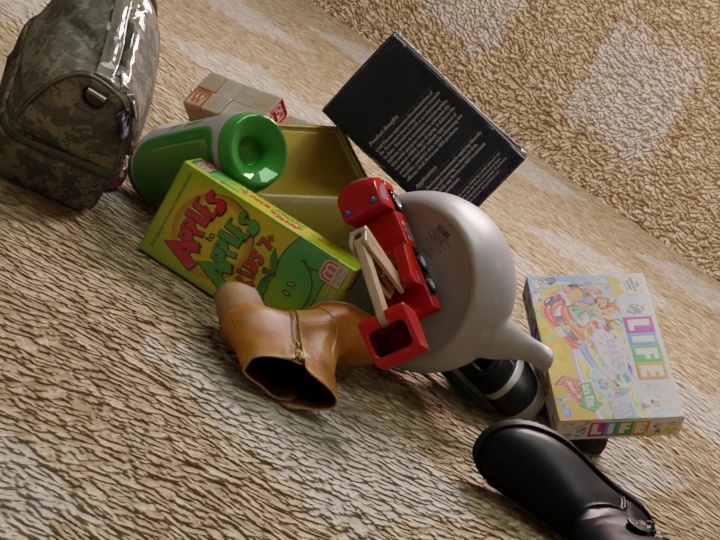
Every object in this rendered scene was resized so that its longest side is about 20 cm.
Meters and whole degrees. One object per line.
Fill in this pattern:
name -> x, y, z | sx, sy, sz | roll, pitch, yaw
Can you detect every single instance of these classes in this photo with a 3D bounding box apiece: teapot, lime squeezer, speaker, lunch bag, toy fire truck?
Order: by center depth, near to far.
toy fire truck -> 0.021, -0.002, 1.553 | 0.141, 0.049, 0.200 | 21, 45, -67
lunch bag -> -0.271, -0.184, 1.611 | 0.139, 0.168, 0.200 | 24, 42, -19
teapot -> 0.083, 0.010, 1.688 | 0.197, 0.201, 0.146 | -7, -5, 34
speaker -> -0.163, -0.115, 1.717 | 0.088, 0.089, 0.200 | 21, -16, -35
lime squeezer -> 0.039, 0.079, 1.756 | 0.200, 0.038, 0.071 | 29, 44, -8

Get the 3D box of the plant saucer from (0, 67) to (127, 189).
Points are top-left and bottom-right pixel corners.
plant saucer -> -0.334, -0.158, 1.757 | 0.200, 0.051, 0.201 | 28, 13, -7

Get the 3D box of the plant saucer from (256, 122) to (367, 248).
plant saucer -> -0.072, -0.104, 1.813 | 0.200, 0.049, 0.200 | 1, 39, -24

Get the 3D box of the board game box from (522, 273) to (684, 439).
board game box -> 0.256, 0.089, 1.757 | 0.134, 0.034, 0.200 | -2, 48, -8

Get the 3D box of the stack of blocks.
stack of blocks -> -0.110, -0.154, 1.994 | 0.200, 0.059, 0.115 | 23, -31, 29

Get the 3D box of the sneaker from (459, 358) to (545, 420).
sneaker -> 0.134, 0.076, 1.793 | 0.112, 0.073, 0.200 | 48, 6, -27

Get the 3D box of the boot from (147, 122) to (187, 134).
boot -> -0.151, -0.095, 1.885 | 0.200, 0.072, 0.144 | 20, 18, -50

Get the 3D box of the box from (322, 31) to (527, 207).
box -> 0.071, -0.155, 1.843 | 0.197, 0.124, 0.200 | 45, 5, -2

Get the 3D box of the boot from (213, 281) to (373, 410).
boot -> -0.039, 0.083, 1.500 | 0.201, 0.071, 0.144 | 19, 23, -30

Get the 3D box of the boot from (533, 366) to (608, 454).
boot -> 0.236, 0.103, 1.855 | 0.200, 0.131, 0.068 | 39, 15, 32

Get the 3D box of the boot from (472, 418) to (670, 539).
boot -> 0.199, 0.220, 1.464 | 0.200, 0.076, 0.168 | 34, 9, -12

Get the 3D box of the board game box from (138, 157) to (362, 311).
board game box -> -0.106, -0.014, 1.609 | 0.200, 0.102, 0.048 | 32, 15, 8
